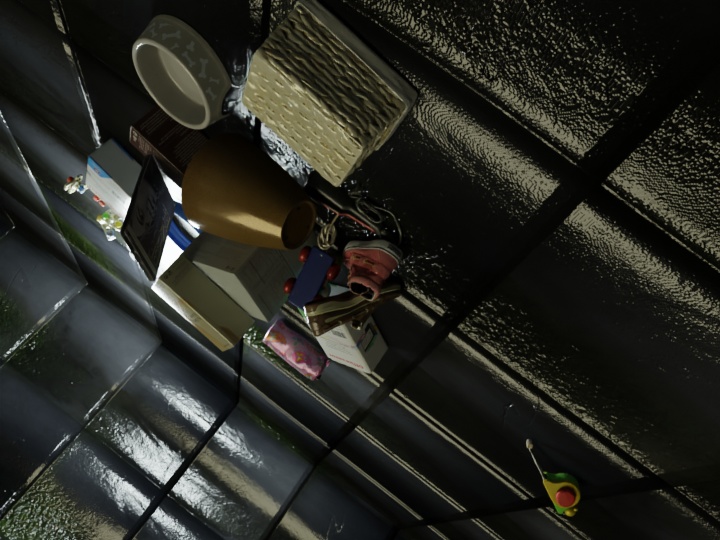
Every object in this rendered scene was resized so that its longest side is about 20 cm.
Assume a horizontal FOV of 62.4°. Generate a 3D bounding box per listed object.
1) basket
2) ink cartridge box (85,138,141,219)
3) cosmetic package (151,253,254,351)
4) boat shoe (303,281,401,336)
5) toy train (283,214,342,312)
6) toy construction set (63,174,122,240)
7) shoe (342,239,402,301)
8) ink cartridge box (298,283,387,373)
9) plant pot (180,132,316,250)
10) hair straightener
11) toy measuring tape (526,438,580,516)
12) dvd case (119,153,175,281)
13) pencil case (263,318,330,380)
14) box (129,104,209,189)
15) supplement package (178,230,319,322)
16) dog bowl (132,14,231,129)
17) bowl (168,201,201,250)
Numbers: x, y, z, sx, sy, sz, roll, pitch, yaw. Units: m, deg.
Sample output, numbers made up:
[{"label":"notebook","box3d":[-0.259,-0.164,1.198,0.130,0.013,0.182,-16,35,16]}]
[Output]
[{"label":"basket","box3d":[-0.048,-0.232,0.800,0.199,0.124,0.136,40,154,-4]},{"label":"ink cartridge box","box3d":[-0.638,-0.234,1.565,0.146,0.085,0.199,45,153,-11]},{"label":"cosmetic package","box3d":[-0.320,0.069,1.209,0.200,0.071,0.105,44,153,-10]},{"label":"boat shoe","box3d":[-0.010,0.076,1.135,0.075,0.199,0.076,176,81,-69]},{"label":"toy train","box3d":[-0.065,-0.020,1.183,0.084,0.202,0.116,30,-168,13]},{"label":"toy construction set","box3d":[-0.739,-0.198,1.694,0.200,0.132,0.092,48,151,-18]},{"label":"shoe","box3d":[0.000,0.000,1.097,0.071,0.092,0.199,37,164,-18]},{"label":"ink cartridge box","box3d":[-0.040,0.130,1.376,0.143,0.084,0.201,13,143,40]},{"label":"plant pot","box3d":[-0.179,-0.121,1.050,0.198,0.187,0.188,27,151,26]},{"label":"hair straightener","box3d":[-0.009,-0.109,1.026,0.199,0.041,0.077,37,153,4]},{"label":"toy measuring tape","box3d":[0.437,0.455,1.317,0.073,0.073,0.202,-15,104,58]},{"label":"dvd case","box3d":[-0.412,-0.104,1.168,0.016,0.203,0.150,-1,143,5]},{"label":"pencil case","box3d":[-0.182,0.229,1.705,0.199,0.088,0.088,36,153,5]},{"label":"box","box3d":[-0.356,-0.235,1.202,0.200,0.100,0.075,43,153,-5]},{"label":"supplement package","box3d":[-0.221,-0.033,1.228,0.189,0.201,0.148,15,146,39]},{"label":"dog bowl","box3d":[-0.315,-0.337,1.043,0.198,0.059,0.201,30,151,18]},{"label":"bowl","box3d":[-0.452,-0.100,1.571,0.199,0.040,0.202,30,151,18]}]
